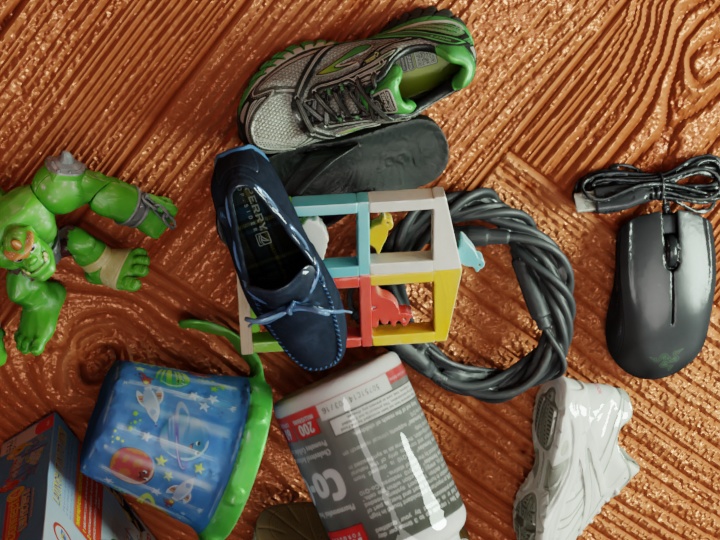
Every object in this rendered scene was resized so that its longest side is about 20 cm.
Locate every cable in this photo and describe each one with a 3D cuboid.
[{"bbox_3d":[0.098,0.023,1.673,0.200,0.051,0.163,36,98,-17],"label":"cable"}]

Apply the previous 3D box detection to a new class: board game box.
[{"bbox_3d":[-0.218,0.245,1.620,0.056,0.200,0.196,-30,114,9],"label":"board game box"}]

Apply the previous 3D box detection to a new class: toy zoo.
[{"bbox_3d":[0.000,0.000,1.601,0.199,0.020,0.132,-3,118,-4],"label":"toy zoo"}]

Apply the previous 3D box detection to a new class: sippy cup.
[{"bbox_3d":[-0.154,0.136,1.624,0.130,0.178,0.140,20,132,-12],"label":"sippy cup"}]

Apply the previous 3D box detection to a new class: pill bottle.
[{"bbox_3d":[0.017,0.178,1.645,0.113,0.114,0.201,-24,90,0],"label":"pill bottle"}]

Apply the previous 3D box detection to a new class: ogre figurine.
[{"bbox_3d":[-0.252,-0.013,1.569,0.199,0.098,0.120,-26,134,17],"label":"ogre figurine"}]

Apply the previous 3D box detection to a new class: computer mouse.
[{"bbox_3d":[0.250,0.009,1.687,0.138,0.053,0.201,-8,114,-8],"label":"computer mouse"}]

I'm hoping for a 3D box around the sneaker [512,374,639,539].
[{"bbox_3d":[0.193,0.189,1.741,0.099,0.078,0.201,4,113,-16],"label":"sneaker"}]

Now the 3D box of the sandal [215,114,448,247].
[{"bbox_3d":[-0.024,-0.070,1.606,0.199,0.048,0.076,-23,115,0],"label":"sandal"}]

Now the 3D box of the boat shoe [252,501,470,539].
[{"bbox_3d":[-0.003,0.241,1.735,0.199,0.074,0.069,6,135,-20],"label":"boat shoe"}]

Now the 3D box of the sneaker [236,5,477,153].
[{"bbox_3d":[-0.004,-0.144,1.559,0.199,0.085,0.078,-24,115,1],"label":"sneaker"}]

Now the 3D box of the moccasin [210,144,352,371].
[{"bbox_3d":[-0.069,0.003,1.545,0.080,0.068,0.201,-25,117,8],"label":"moccasin"}]
